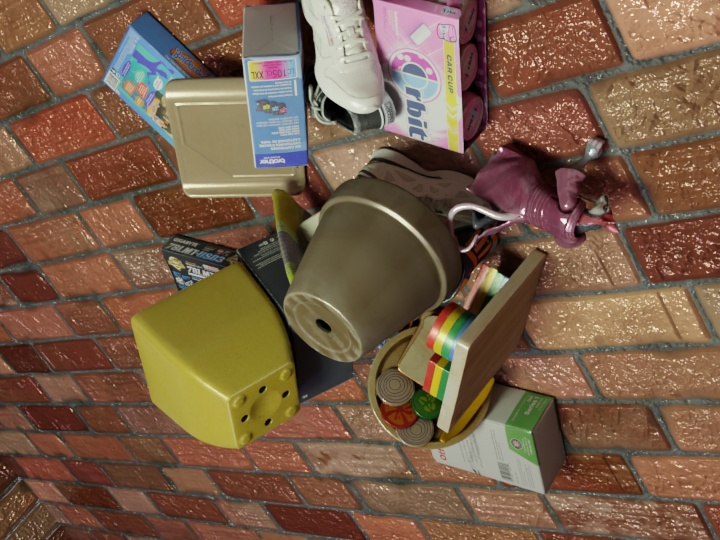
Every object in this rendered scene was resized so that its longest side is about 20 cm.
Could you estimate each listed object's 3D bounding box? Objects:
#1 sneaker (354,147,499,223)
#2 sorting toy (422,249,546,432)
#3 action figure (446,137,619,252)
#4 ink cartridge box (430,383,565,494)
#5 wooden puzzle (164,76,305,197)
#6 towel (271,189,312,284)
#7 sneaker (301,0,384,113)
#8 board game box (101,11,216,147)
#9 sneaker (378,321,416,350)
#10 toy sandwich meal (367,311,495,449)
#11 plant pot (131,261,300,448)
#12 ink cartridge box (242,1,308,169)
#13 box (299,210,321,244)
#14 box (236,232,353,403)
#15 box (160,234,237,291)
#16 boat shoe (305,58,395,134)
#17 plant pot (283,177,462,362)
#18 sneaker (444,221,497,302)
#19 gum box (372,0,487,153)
[{"bbox_3d":[0.075,-0.083,1.447,0.200,0.115,0.076,22,140,23],"label":"sneaker"},{"bbox_3d":[0.155,0.084,1.482,0.070,0.200,0.199,31,143,19],"label":"sorting toy"},{"bbox_3d":[0.216,-0.081,1.309,0.200,0.149,0.134,24,138,43],"label":"action figure"},{"bbox_3d":[0.205,0.250,1.712,0.200,0.084,0.146,12,136,33],"label":"ink cartridge box"},{"bbox_3d":[-0.175,-0.192,1.570,0.185,0.037,0.200,-1,134,1],"label":"wooden puzzle"},{"bbox_3d":[-0.073,-0.017,1.577,0.023,0.200,0.144,-28,137,17],"label":"towel"},{"bbox_3d":[-0.025,-0.279,1.284,0.100,0.075,0.200,107,144,-72],"label":"sneaker"},{"bbox_3d":[-0.279,-0.264,1.632,0.200,0.045,0.152,44,143,-5],"label":"board game box"},{"bbox_3d":[0.040,0.055,1.665,0.078,0.075,0.200,-16,119,46],"label":"sneaker"},{"bbox_3d":[0.108,0.165,1.620,0.205,0.205,0.070,36,172,6],"label":"toy sandwich meal"},{"bbox_3d":[-0.195,0.147,1.634,0.200,0.195,0.194,41,148,38],"label":"plant pot"},{"bbox_3d":[-0.108,-0.226,1.421,0.076,0.137,0.200,-2,132,-3],"label":"ink cartridge box"},{"bbox_3d":[0.000,0.000,1.574,0.068,0.082,0.200,-28,89,39],"label":"box"},{"bbox_3d":[-0.101,0.071,1.723,0.182,0.104,0.200,51,155,36],"label":"box"},{"bbox_3d":[-0.236,0.043,1.918,0.200,0.050,0.199,13,136,33],"label":"box"},{"bbox_3d":[-0.032,-0.216,1.383,0.199,0.068,0.074,44,154,48],"label":"boat shoe"},{"bbox_3d":[0.000,0.013,1.367,0.200,0.174,0.200,27,145,21],"label":"plant pot"},{"bbox_3d":[0.097,0.001,1.518,0.078,0.112,0.200,44,145,-5],"label":"sneaker"},{"bbox_3d":[0.085,-0.249,1.302,0.113,0.066,0.200,21,141,26],"label":"gum box"}]
